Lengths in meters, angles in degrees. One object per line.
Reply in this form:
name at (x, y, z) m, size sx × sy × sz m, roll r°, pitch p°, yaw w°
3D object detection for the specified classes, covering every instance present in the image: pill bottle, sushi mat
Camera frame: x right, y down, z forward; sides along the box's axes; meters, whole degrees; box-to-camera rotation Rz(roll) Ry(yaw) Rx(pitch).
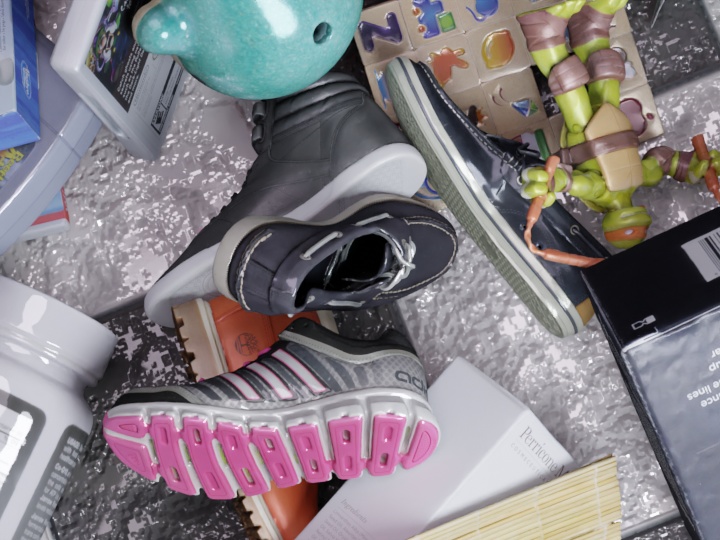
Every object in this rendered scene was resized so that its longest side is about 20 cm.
pill bottle at (-0.231, 0.111, 1.657) m, size 0.113 × 0.114 × 0.201 m, roll 23°, pitch 80°, yaw 12°
sushi mat at (0.068, 0.176, 1.578) m, size 0.199 × 0.096 × 0.012 m, roll -19°, pitch 33°, yaw -26°

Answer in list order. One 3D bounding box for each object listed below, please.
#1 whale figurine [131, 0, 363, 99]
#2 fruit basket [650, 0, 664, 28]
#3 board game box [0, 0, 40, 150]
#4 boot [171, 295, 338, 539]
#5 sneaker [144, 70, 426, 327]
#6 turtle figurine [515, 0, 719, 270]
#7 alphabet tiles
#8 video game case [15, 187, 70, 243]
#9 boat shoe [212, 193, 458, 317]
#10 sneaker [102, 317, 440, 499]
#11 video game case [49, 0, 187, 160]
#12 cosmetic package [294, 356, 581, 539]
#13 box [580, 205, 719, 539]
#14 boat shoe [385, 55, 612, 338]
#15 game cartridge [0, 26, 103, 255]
whale figurine at (-0.067, -0.183, 1.614) m, size 0.159 × 0.200 × 0.104 m, roll -45°, pitch 53°, yaw -11°
fruit basket at (0.205, -0.260, 1.645) m, size 0.093 × 0.200 × 0.187 m, roll 8°, pitch 77°, yaw -6°
board game box at (-0.301, -0.150, 1.720) m, size 0.198 × 0.043 × 0.201 m, roll -14°, pitch 60°, yaw 14°
boot at (-0.037, 0.102, 1.658) m, size 0.106 × 0.075 × 0.201 m, roll -16°, pitch 80°, yaw -9°
sneaker at (-0.058, -0.047, 1.702) m, size 0.199 × 0.071 × 0.100 m, roll -34°, pitch 54°, yaw 12°
turtle figurine at (0.150, -0.081, 1.637) m, size 0.199 × 0.064 × 0.163 m, roll -11°, pitch 86°, yaw -37°
alphabet tiles at (0.080, -0.153, 1.696) m, size 0.166 × 0.008 × 0.201 m, roll -18°, pitch 97°, yaw 3°
video game case at (-0.272, -0.107, 1.764) m, size 0.142 × 0.017 × 0.202 m, roll -13°, pitch 76°, yaw 4°
boat shoe at (0.000, 0.000, 1.619) m, size 0.063 × 0.199 × 0.073 m, roll 26°, pitch 110°, yaw 36°
sneaker at (-0.050, 0.075, 1.594) m, size 0.198 × 0.074 × 0.088 m, roll -6°, pitch 45°, yaw 11°
video game case at (-0.125, -0.187, 1.678) m, size 0.023 × 0.182 × 0.201 m, roll 16°, pitch 79°, yaw 14°
cosmetic package at (0.034, 0.162, 1.607) m, size 0.200 × 0.101 × 0.071 m, roll -49°, pitch 46°, yaw -5°
box at (0.256, 0.062, 1.555) m, size 0.196 × 0.118 × 0.201 m, roll -24°, pitch 114°, yaw 1°
boat shoe at (0.086, -0.053, 1.669) m, size 0.062 × 0.075 × 0.200 m, roll -38°, pitch 88°, yaw -8°
game cartridge at (-0.253, -0.064, 1.704) m, size 0.200 × 0.041 × 0.133 m, roll -47°, pitch 60°, yaw -5°
